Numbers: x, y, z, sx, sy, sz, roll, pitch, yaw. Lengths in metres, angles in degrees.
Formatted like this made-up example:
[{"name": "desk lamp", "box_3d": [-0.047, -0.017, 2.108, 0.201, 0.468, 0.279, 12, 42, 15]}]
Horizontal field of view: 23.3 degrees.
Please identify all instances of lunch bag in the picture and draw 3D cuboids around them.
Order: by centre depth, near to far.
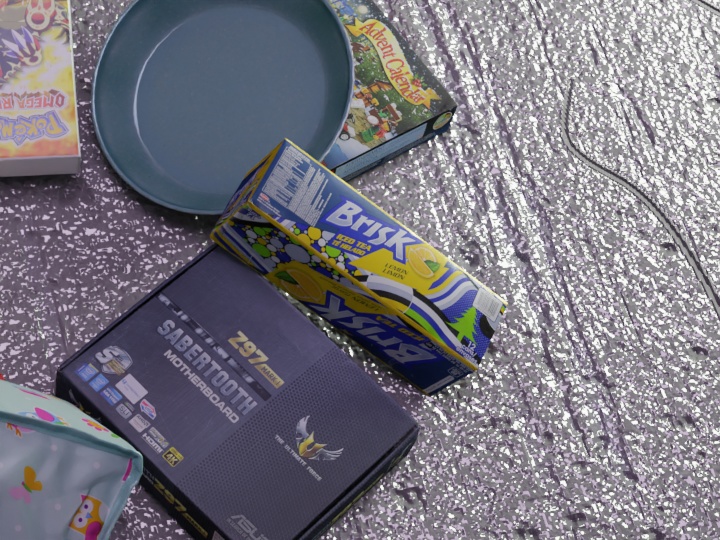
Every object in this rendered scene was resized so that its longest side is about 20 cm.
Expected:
[{"name": "lunch bag", "box_3d": [-0.250, 0.108, 1.026, 0.199, 0.170, 0.122, 22, 87, -22]}]

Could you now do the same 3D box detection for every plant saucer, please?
[{"name": "plant saucer", "box_3d": [-0.099, -0.132, 1.290, 0.199, 0.036, 0.201, -3, 73, 9]}]

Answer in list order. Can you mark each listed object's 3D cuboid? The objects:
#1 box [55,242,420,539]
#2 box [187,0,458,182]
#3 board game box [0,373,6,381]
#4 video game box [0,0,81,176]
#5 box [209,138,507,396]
[{"name": "box", "box_3d": [-0.083, 0.096, 1.183, 0.200, 0.051, 0.158, 43, 59, 14]}, {"name": "box", "box_3d": [-0.038, -0.164, 1.354, 0.136, 0.038, 0.200, -29, 70, -25]}, {"name": "board game box", "box_3d": [-0.345, 0.049, 1.156, 0.151, 0.046, 0.200, -28, 69, -25]}, {"name": "video game box", "box_3d": [-0.306, -0.157, 1.255, 0.199, 0.047, 0.183, -4, 79, -11]}, {"name": "box", "box_3d": [0.000, 0.000, 1.214, 0.200, 0.070, 0.064, 37, 57, -12]}]
